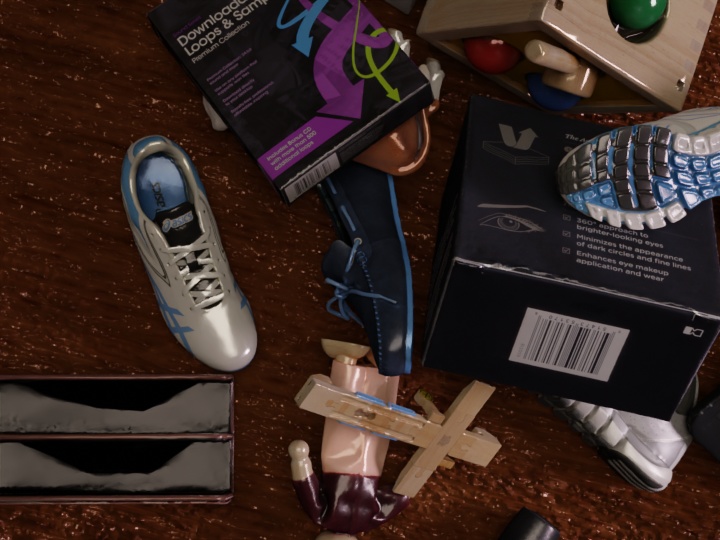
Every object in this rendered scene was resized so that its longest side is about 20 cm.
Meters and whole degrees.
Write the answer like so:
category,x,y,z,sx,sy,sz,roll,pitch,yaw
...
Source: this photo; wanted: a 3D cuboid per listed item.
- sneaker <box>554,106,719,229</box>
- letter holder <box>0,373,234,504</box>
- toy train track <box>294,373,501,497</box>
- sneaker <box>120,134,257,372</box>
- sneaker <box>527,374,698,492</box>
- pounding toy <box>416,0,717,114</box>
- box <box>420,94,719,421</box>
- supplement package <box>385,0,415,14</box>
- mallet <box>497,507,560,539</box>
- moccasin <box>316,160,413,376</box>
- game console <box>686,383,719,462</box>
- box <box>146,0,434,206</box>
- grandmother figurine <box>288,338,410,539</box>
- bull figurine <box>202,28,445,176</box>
category,x,y,z,sx,sy,sz,roll,pitch,yaw
sneaker,0.227,-0.081,1.002,0.198,0.087,0.076,-11,105,-17
letter holder,-0.197,0.127,1.030,0.198,0.142,0.102,0,84,-3
toy train track,0.029,0.111,1.046,0.199,0.033,0.115,22,111,-38
sneaker,-0.139,-0.012,1.085,0.071,0.072,0.202,-23,87,-7
sneaker,0.200,0.073,1.102,0.200,0.075,0.116,45,78,-8
pounding toy,0.152,-0.182,1.024,0.183,0.199,0.144,24,82,-32
box,0.158,-0.013,1.033,0.194,0.118,0.201,13,43,-2
supplement package,-0.013,-0.323,1.084,0.199,0.156,0.112,31,82,1
mallet,0.183,0.280,1.092,0.200,0.041,0.066,45,83,-2
moccasin,0.000,0.000,1.071,0.067,0.081,0.201,-3,48,-9
game console,0.385,0.128,1.042,0.200,0.117,0.176,-43,114,15
box,-0.057,-0.167,1.061,0.142,0.036,0.200,-36,66,-7
grandmother figurine,-0.006,0.161,1.082,0.120,0.061,0.202,12,85,-17
bull figurine,-0.029,-0.144,1.101,0.198,0.065,0.122,21,80,10
